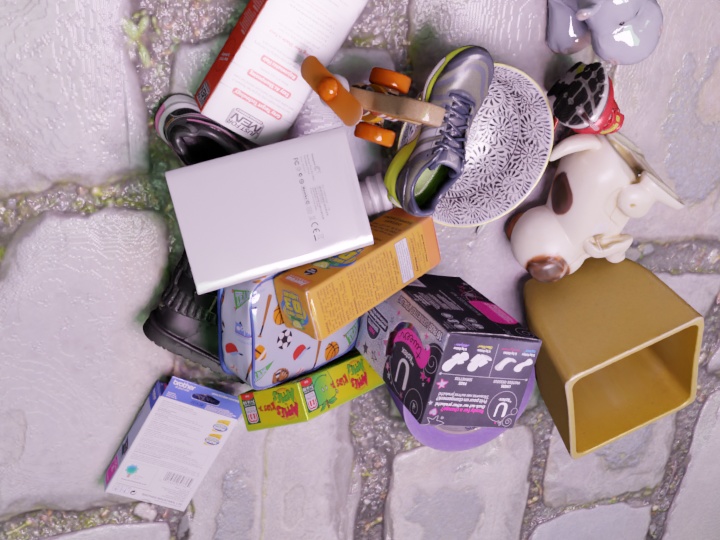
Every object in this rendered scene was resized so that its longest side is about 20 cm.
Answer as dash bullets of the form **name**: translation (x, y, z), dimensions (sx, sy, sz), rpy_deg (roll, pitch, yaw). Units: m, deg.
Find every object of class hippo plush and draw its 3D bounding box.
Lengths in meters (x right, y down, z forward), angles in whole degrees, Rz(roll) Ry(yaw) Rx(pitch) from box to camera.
- **hippo plush**: translation (0.287, -0.323, 1.006), dimensions (0.158, 0.161, 0.201), rpy_deg (-31, 124, 0)

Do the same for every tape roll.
- **tape roll**: translation (0.140, 0.150, 1.267), dimensions (0.197, 0.085, 0.202), rpy_deg (-8, 120, -14)

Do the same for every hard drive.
- **hard drive**: translation (-0.096, -0.066, 0.966), dimensions (0.198, 0.026, 0.133), rpy_deg (-16, 95, -11)

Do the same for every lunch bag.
- **lunch bag**: translation (-0.078, 0.040, 1.063), dimensions (0.199, 0.075, 0.162), rpy_deg (-24, 123, -43)

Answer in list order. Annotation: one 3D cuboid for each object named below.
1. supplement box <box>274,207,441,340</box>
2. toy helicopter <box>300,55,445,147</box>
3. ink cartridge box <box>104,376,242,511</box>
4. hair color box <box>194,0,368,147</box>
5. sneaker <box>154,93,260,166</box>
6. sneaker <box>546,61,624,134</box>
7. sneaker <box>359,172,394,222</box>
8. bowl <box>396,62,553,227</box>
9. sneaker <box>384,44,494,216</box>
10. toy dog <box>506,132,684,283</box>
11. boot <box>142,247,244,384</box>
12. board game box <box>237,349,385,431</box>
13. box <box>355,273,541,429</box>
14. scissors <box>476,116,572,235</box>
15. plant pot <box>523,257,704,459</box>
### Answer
- **supplement box**: translation (0.000, 0.000, 1.020), dimensions (0.199, 0.066, 0.069), rpy_deg (-34, 123, -32)
- **toy helicopter**: translation (0.017, -0.175, 0.922), dimensions (0.131, 0.200, 0.080), rpy_deg (14, 97, -29)
- **ink cartridge box**: translation (-0.247, 0.226, 1.201), dimensions (0.118, 0.042, 0.201), rpy_deg (23, 111, -28)
- **hair color box**: translation (-0.088, -0.242, 0.981), dimensions (0.101, 0.061, 0.201), rpy_deg (26, 106, -30)
- **sneaker**: translation (-0.145, -0.113, 1.018), dimensions (0.199, 0.087, 0.081), rpy_deg (28, 108, -30)
- **sneaker**: translation (0.276, -0.193, 1.049), dimensions (0.085, 0.200, 0.077), rpy_deg (40, 111, -8)
- **sneaker**: translation (0.013, -0.027, 1.143), dimensions (0.081, 0.075, 0.202), rpy_deg (-10, 117, 5)
- **bowl**: translation (0.122, -0.163, 1.079), dimensions (0.198, 0.094, 0.203), rpy_deg (-9, 121, -15)
- **sneaker**: translation (0.096, -0.144, 0.975), dimensions (0.073, 0.081, 0.202), rpy_deg (13, 113, -25)
- **toy dog**: translation (0.282, -0.070, 1.155), dimensions (0.193, 0.140, 0.200), rpy_deg (12, 127, -44)
- **boot**: translation (-0.148, 0.048, 1.112), dimensions (0.210, 0.080, 0.159), rpy_deg (26, 105, -31)
- **board game box**: translation (-0.048, 0.144, 1.127), dimensions (0.199, 0.101, 0.048), rpy_deg (-17, 91, -54)
- **box**: translation (0.094, 0.089, 1.053), dimensions (0.131, 0.200, 0.116), rpy_deg (7, 107, -26)
- **scissors**: translation (0.219, -0.128, 1.180), dimensions (0.072, 0.014, 0.202), rpy_deg (11, 113, -26)
- **plant pot**: translation (0.318, 0.091, 1.217), dimensions (0.192, 0.201, 0.196), rpy_deg (-24, 138, -5)
